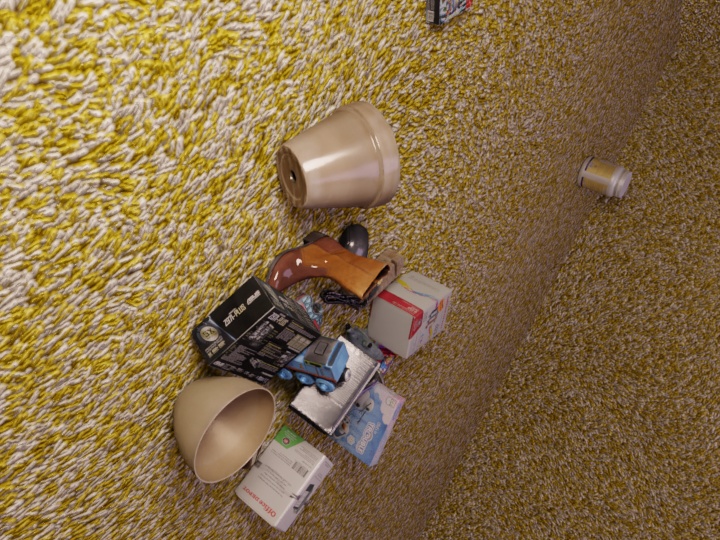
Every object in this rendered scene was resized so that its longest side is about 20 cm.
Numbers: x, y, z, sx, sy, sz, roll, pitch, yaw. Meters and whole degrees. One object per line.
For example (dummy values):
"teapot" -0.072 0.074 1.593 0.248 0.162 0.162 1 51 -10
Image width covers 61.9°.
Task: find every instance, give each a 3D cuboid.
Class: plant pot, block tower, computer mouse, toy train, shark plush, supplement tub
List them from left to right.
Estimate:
"plant pot" -0.282 0.282 1.156 0.200 0.134 0.201 -39 144 -36
"toy train" -0.115 0.187 1.283 0.087 0.199 0.115 -59 150 -37
"plant pot" -0.053 -0.193 1.104 0.173 0.200 0.201 -22 134 -27
"computer mouse" 0.000 0.000 1.397 0.140 0.046 0.201 14 102 -27
"shark plush" 0.006 0.178 1.581 0.091 0.083 0.200 -49 148 -22
"block tower" 0.032 0.025 1.524 0.200 0.058 0.054 -40 143 -33
"supplement tub" 1.104 -0.421 2.718 0.145 0.199 0.146 -38 143 -36

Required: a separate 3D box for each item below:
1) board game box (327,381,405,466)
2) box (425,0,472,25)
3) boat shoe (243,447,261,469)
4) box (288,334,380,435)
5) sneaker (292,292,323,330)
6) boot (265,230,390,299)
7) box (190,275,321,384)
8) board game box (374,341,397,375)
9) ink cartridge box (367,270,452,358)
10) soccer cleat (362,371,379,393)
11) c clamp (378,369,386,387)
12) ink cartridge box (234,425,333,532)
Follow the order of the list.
"board game box" -0.004 0.384 1.617 0.043 0.198 0.201 9 106 -59
"box" 0.190 -0.635 1.248 0.137 0.040 0.201 -43 145 -33
"boat shoe" -0.242 0.348 1.352 0.075 0.074 0.203 -39 151 -59
"box" -0.067 0.278 1.435 0.197 0.124 0.200 -55 177 -17
"sneaker" -0.108 0.123 1.359 0.096 0.079 0.200 -53 150 -20
"boot" -0.068 0.016 1.209 0.188 0.199 0.069 -38 143 -36
"box" -0.196 0.121 1.160 0.164 0.086 0.200 -41 150 4
"board game box" 0.067 0.280 1.805 0.158 0.039 0.201 -39 143 -35
"ink cartridge box" 0.138 0.118 1.680 0.200 0.144 0.146 -30 137 -45
"soccer cleat" -0.033 0.323 1.585 0.199 0.068 0.073 -31 134 4
"c clamp" 0.026 0.325 1.695 0.027 0.171 0.201 -26 125 -25
"ink cartridge box" -0.188 0.514 1.487 0.200 0.146 0.084 -51 150 -19
